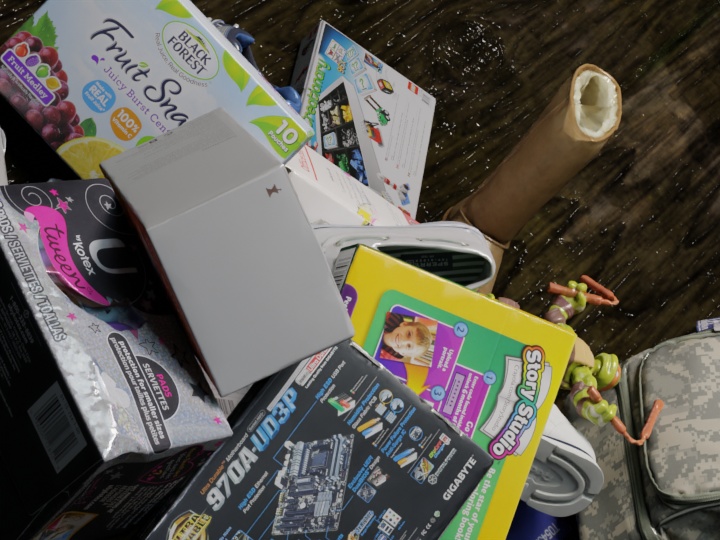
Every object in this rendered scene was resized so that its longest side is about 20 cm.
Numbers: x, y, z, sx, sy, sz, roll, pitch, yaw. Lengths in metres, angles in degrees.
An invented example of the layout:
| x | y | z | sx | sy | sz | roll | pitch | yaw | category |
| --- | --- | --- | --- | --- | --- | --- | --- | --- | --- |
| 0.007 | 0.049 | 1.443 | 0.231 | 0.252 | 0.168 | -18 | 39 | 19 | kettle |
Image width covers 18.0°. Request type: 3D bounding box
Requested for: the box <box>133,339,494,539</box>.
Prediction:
| x | y | z | sx | sy | sz | roll | pitch | yaw | category |
| --- | --- | --- | --- | --- | --- | --- | --- | --- | --- |
| -0.031 | 0.154 | 1.496 | 0.159 | 0.046 | 0.200 | 39 | 76 | -9 | box |

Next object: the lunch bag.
| x | y | z | sx | sy | sz | roll | pitch | yaw | category |
| --- | --- | --- | --- | --- | --- | --- | --- | --- | --- |
| 0.263 | 0.149 | 1.761 | 0.139 | 0.168 | 0.200 | 40 | 33 | -34 | lunch bag |

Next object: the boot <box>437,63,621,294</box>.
| x | y | z | sx | sy | sz | roll | pitch | yaw | category |
| --- | --- | --- | --- | --- | --- | --- | --- | --- | --- |
| 0.122 | -0.051 | 1.801 | 0.066 | 0.200 | 0.175 | 30 | 39 | -17 | boot |

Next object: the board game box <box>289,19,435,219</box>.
| x | y | z | sx | sy | sz | roll | pitch | yaw | category |
| --- | --- | --- | --- | --- | --- | --- | --- | --- | --- |
| -0.005 | -0.108 | 1.868 | 0.126 | 0.035 | 0.200 | 33 | 38 | -18 | board game box |

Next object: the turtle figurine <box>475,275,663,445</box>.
| x | y | z | sx | sy | sz | roll | pitch | yaw | category |
| --- | --- | --- | --- | --- | --- | --- | --- | --- | --- |
| 0.142 | 0.053 | 1.742 | 0.161 | 0.064 | 0.200 | 26 | 32 | -26 | turtle figurine |

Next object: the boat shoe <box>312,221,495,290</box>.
| x | y | z | sx | sy | sz | roll | pitch | yaw | category |
| --- | --- | --- | --- | --- | --- | --- | --- | --- | --- |
| 0.000 | 0.000 | 1.634 | 0.067 | 0.200 | 0.074 | -137 | -145 | -73 | boat shoe |

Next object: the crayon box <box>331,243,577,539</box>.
| x | y | z | sx | sy | sz | roll | pitch | yaw | category |
| --- | --- | --- | --- | --- | --- | --- | --- | --- | --- |
| 0.036 | 0.106 | 1.575 | 0.172 | 0.058 | 0.200 | 23 | 81 | -13 | crayon box |

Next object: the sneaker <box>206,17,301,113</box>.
| x | y | z | sx | sy | sz | roll | pitch | yaw | category |
| --- | --- | --- | --- | --- | --- | --- | --- | --- | --- |
| -0.126 | -0.170 | 1.766 | 0.200 | 0.085 | 0.077 | 39 | 37 | -9 | sneaker |

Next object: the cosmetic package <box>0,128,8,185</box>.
| x | y | z | sx | sy | sz | roll | pitch | yaw | category |
| --- | --- | --- | --- | --- | --- | --- | --- | --- | --- |
| -0.337 | -0.087 | 1.483 | 0.200 | 0.090 | 0.107 | 20 | 44 | -35 | cosmetic package |

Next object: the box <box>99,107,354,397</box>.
| x | y | z | sx | sy | sz | roll | pitch | yaw | category |
| --- | --- | --- | --- | --- | --- | --- | --- | --- | --- |
| -0.091 | -0.017 | 1.488 | 0.124 | 0.097 | 0.200 | 67 | -8 | -19 | box |

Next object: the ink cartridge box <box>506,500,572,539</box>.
| x | y | z | sx | sy | sz | roll | pitch | yaw | category |
| --- | --- | --- | --- | --- | --- | --- | --- | --- | --- |
| 0.065 | 0.150 | 1.691 | 0.200 | 0.043 | 0.196 | 48 | 36 | 4 | ink cartridge box |

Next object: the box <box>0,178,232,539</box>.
| x | y | z | sx | sy | sz | roll | pitch | yaw | category |
| --- | --- | --- | --- | --- | --- | --- | --- | --- | --- |
| -0.192 | 0.058 | 1.446 | 0.115 | 0.132 | 0.200 | -8 | 62 | -47 | box |

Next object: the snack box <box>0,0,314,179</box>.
| x | y | z | sx | sy | sz | roll | pitch | yaw | category |
| --- | --- | --- | --- | --- | --- | --- | --- | --- | --- |
| -0.151 | -0.120 | 1.615 | 0.200 | 0.142 | 0.053 | 46 | 6 | 1 | snack box |

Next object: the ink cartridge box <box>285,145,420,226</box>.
| x | y | z | sx | sy | sz | roll | pitch | yaw | category |
| --- | --- | --- | --- | --- | --- | --- | --- | --- | --- |
| -0.029 | -0.037 | 1.720 | 0.200 | 0.068 | 0.116 | 34 | 11 | -16 | ink cartridge box |

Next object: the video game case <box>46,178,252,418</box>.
| x | y | z | sx | sy | sz | roll | pitch | yaw | category |
| --- | --- | --- | --- | --- | --- | --- | --- | --- | --- |
| -0.147 | 0.030 | 1.614 | 0.143 | 0.018 | 0.200 | 12 | 49 | -37 | video game case |

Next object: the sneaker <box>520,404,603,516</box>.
| x | y | z | sx | sy | sz | roll | pitch | yaw | category |
| --- | --- | --- | --- | --- | --- | --- | --- | --- | --- |
| 0.092 | 0.106 | 1.678 | 0.200 | 0.076 | 0.081 | 37 | 25 | -22 | sneaker |
